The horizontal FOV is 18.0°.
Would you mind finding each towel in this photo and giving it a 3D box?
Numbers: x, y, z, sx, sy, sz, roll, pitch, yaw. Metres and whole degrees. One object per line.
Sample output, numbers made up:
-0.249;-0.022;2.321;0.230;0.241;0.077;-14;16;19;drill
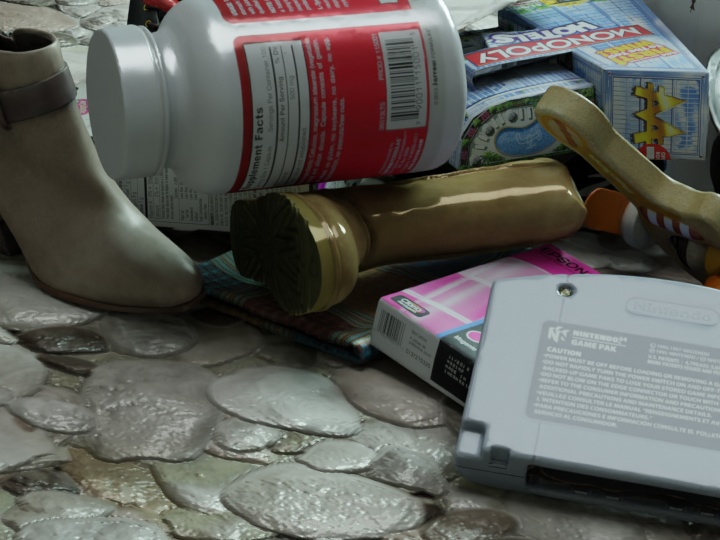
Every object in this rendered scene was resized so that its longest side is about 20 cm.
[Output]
0.000;0.000;1.393;0.146;0.022;0.200;19;26;29;towel

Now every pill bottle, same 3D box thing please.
-0.049;-0.103;1.290;0.199;0.113;0.112;-7;25;-20;pill bottle

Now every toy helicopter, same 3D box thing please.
0.179;-0.045;1.391;0.200;0.079;0.132;40;-10;-19;toy helicopter

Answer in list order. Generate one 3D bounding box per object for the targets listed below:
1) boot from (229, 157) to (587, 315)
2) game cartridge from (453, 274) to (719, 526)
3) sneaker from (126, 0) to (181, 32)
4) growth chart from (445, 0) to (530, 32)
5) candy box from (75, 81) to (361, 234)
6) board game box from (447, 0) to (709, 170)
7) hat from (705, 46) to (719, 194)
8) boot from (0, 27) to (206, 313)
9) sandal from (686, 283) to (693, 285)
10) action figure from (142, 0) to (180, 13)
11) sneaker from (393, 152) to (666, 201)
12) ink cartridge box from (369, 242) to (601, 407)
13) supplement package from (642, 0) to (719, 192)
0.038;-0.028;1.317;0.199;0.067;0.175;-7;14;-17;boot
0.157;0.065;1.186;0.199;0.042;0.134;10;47;8;game cartridge
-0.137;-0.166;1.643;0.074;0.107;0.200;-2;24;-19;sneaker
0.037;-0.161;1.526;0.199;0.018;0.144;-28;19;-26;growth chart
-0.109;-0.072;1.459;0.199;0.061;0.136;5;20;13;candy box
0.135;-0.122;1.488;0.199;0.062;0.200;-11;23;-19;board game box
0.287;-0.056;1.490;0.200;0.081;0.201;22;42;-21;hat
-0.178;-0.066;1.334;0.199;0.147;0.070;17;36;32;boot
0.185;0.034;1.281;0.199;0.048;0.076;-4;52;-31;sandal
-0.073;-0.145;1.485;0.199;0.066;0.052;15;1;40;action figure
0.109;-0.071;1.541;0.198;0.071;0.083;8;30;16;sneaker
0.107;0.029;1.322;0.094;0.037;0.199;33;32;34;ink cartridge box
0.262;-0.153;1.590;0.119;0.201;0.121;-1;22;-16;supplement package
